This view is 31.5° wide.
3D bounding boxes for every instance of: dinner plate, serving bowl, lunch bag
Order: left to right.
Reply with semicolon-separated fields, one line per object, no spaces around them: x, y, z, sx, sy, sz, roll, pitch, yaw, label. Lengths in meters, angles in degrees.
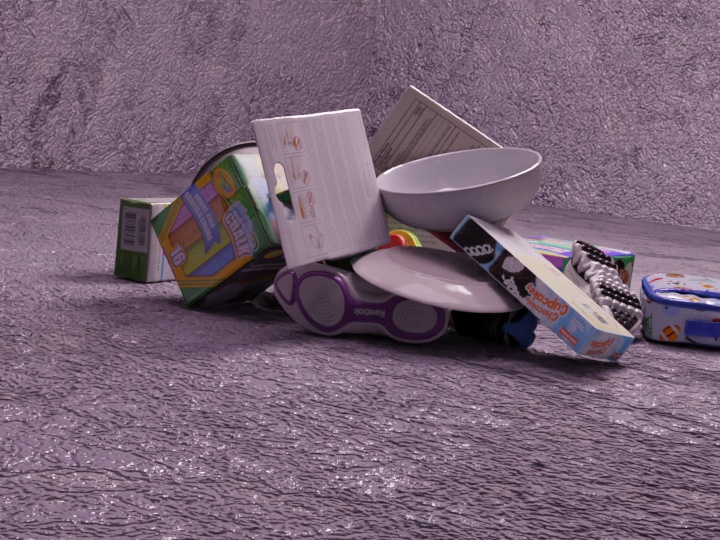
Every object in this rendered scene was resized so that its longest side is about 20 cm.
0.090;0.003;1.414;0.199;0.024;0.200;11;14;-3;dinner plate
0.118;-0.088;1.499;0.199;0.066;0.200;-9;16;3;serving bowl
0.449;0.055;1.582;0.199;0.076;0.160;5;9;5;lunch bag

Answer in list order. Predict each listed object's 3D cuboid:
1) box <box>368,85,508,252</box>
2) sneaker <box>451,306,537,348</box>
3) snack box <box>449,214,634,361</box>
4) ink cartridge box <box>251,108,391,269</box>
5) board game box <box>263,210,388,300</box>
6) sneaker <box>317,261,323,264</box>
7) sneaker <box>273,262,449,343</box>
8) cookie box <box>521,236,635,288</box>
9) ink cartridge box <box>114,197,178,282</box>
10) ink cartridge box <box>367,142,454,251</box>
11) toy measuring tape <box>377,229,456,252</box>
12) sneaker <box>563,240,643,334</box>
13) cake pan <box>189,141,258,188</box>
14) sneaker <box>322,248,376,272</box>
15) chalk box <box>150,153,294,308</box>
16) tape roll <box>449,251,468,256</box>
0.106;-0.121;1.645;0.200;0.128;0.109;35;-7;4;box
0.141;0.039;1.483;0.082;0.071;0.200;10;9;-15;sneaker
0.198;0.019;1.391;0.200;0.037;0.116;44;16;29;snack box
-0.052;-0.088;1.393;0.050;0.163;0.200;-12;2;37;ink cartridge box
-0.077;-0.041;1.667;0.200;0.026;0.200;-41;26;-17;board game box
0.000;0.000;1.631;0.199;0.085;0.077;11;10;40;sneaker
0.001;0.041;1.422;0.199;0.075;0.100;15;2;7;sneaker
0.278;-0.002;1.878;0.171;0.076;0.199;13;11;41;cookie box
-0.244;-0.045;1.735;0.059;0.104;0.200;10;8;30;ink cartridge box
0.063;-0.081;1.856;0.145;0.201;0.083;5;5;-8;ink cartridge box
0.089;-0.033;1.773;0.199;0.074;0.074;-20;1;15;toy measuring tape
0.298;0.041;1.613;0.075;0.081;0.200;25;22;-16;sneaker
-0.165;-0.103;1.965;0.199;0.201;0.037;3;33;-18;cake pan
-0.011;-0.027;1.525;0.077;0.200;0.089;-35;-12;-22;sneaker
-0.124;-0.059;1.493;0.200;0.124;0.124;-35;-17;31;chalk box
0.146;0.009;1.672;0.202;0.037;0.203;6;-7;1;tape roll
